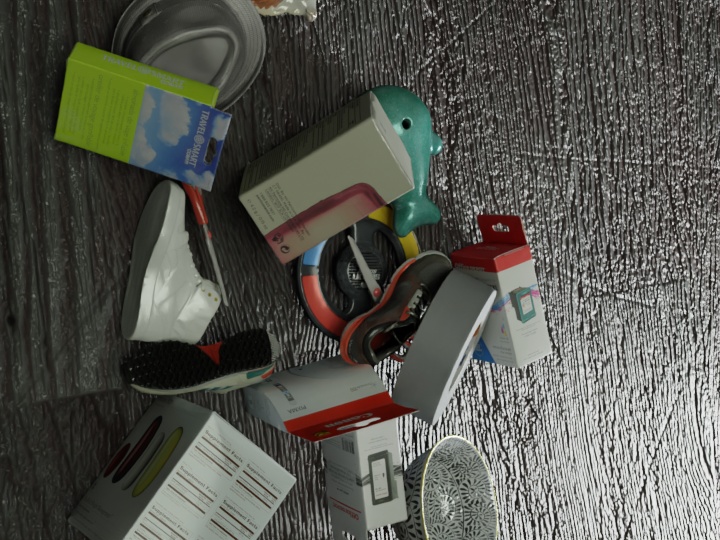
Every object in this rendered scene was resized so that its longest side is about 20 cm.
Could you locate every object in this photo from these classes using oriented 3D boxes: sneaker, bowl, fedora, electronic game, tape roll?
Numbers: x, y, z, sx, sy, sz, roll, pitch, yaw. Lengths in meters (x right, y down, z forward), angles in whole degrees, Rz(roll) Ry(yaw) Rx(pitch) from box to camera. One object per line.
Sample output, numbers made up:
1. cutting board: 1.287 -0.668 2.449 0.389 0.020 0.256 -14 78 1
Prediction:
1. sneaker: 0.063 0.058 1.704 0.200 0.081 0.077 -47 122 -17
2. bowl: 0.102 0.335 1.792 0.200 0.093 0.204 24 61 -51
3. fedora: -0.206 -0.258 1.562 0.198 0.090 0.178 -28 117 0
4. sneaker: -0.199 0.133 1.632 0.197 0.094 0.071 -10 59 -18
5. sneaker: -0.225 -0.006 1.623 0.114 0.073 0.203 11 95 -33
6. electronic game: 0.000 0.000 1.760 0.197 0.041 0.204 -2 95 -30
7. tape roll: 0.112 0.103 1.734 0.065 0.201 0.202 26 78 10

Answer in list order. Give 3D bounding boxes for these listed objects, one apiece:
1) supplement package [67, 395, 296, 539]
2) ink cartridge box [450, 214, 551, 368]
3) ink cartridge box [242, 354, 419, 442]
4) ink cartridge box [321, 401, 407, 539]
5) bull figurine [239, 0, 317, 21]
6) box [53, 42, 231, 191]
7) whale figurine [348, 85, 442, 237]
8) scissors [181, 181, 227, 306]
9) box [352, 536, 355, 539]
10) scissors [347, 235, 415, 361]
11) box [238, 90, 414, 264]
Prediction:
1. supplement package: -0.220 0.279 1.570 0.147 0.190 0.201 43 73 -23
2. ink cartridge box: 0.194 0.027 1.827 0.067 0.116 0.203 -19 102 -27
3. ink cartridge box: -0.041 0.161 1.657 0.158 0.199 0.048 -13 101 -27
4. ink cartridge box: 0.003 0.273 1.738 0.067 0.116 0.204 -10 99 -26
5. bull figurine: -0.142 -0.375 1.638 0.200 0.065 0.122 47 58 -20
6. box: -0.255 -0.180 1.526 0.197 0.048 0.123 18 129 -5
7. whale figurine: 0.053 -0.151 1.732 0.157 0.103 0.203 -21 91 -26
8. scissors: -0.195 -0.057 1.630 0.014 0.073 0.203 -18 101 3
9. box: 0.066 0.460 1.796 0.199 0.095 0.101 31 80 -27
10. scissors: 0.022 0.043 1.739 0.073 0.014 0.200 -50 124 -13
11. box: -0.042 -0.118 1.632 0.198 0.128 0.110 -29 110 11
